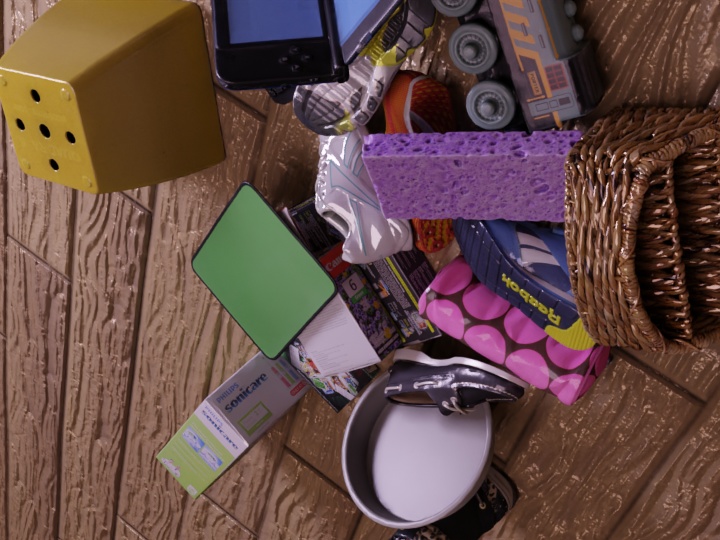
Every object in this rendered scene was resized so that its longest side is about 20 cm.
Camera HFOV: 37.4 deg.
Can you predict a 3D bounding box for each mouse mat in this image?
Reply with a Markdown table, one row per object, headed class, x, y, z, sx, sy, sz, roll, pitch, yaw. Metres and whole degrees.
| class | x | y | z | sx | sy | sz | roll | pitch | yaw |
| --- | --- | --- | --- | --- | --- | --- | --- | --- | --- |
| mouse mat | -0.114 | 0.005 | 1.209 | 0.161 | 0.008 | 0.200 | 49 | 139 | 5 |

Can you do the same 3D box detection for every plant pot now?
| class | x | y | z | sx | sy | sz | roll | pitch | yaw |
| --- | --- | --- | --- | --- | --- | --- | --- | --- | --- |
| plant pot | -0.301 | -0.197 | 1.233 | 0.199 | 0.176 | 0.201 | 16 | 128 | 31 |

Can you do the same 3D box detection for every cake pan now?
| class | x | y | z | sx | sy | sz | roll | pitch | yaw |
| --- | --- | --- | --- | --- | --- | --- | --- | --- | --- |
| cake pan | 0.069 | 0.198 | 1.215 | 0.199 | 0.201 | 0.037 | 3 | 157 | 39 |

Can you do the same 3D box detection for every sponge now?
| class | x | y | z | sx | sy | sz | roll | pitch | yaw |
| --- | --- | --- | --- | --- | --- | --- | --- | --- | --- |
| sponge | 0.108 | -0.086 | 0.986 | 0.199 | 0.030 | 0.112 | 1 | 151 | 13 |

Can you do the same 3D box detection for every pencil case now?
| class | x | y | z | sx | sy | sz | roll | pitch | yaw |
| --- | --- | --- | --- | --- | --- | --- | --- | --- | --- |
| pencil case | 0.161 | 0.054 | 1.093 | 0.199 | 0.091 | 0.094 | 29 | 95 | 21 |

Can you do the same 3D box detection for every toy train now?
| class | x | y | z | sx | sy | sz | roll | pitch | yaw |
| --- | --- | --- | --- | --- | --- | --- | --- | --- | --- |
| toy train | 0.138 | -0.211 | 0.932 | 0.113 | 0.085 | 0.201 | -10 | 110 | 31 |

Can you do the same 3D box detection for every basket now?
| class | x | y | z | sx | sy | sz | roll | pitch | yaw |
| --- | --- | --- | --- | --- | --- | --- | --- | --- | --- |
| basket | 0.267 | -0.028 | 0.901 | 0.148 | 0.143 | 0.201 | 8 | 124 | 37 |

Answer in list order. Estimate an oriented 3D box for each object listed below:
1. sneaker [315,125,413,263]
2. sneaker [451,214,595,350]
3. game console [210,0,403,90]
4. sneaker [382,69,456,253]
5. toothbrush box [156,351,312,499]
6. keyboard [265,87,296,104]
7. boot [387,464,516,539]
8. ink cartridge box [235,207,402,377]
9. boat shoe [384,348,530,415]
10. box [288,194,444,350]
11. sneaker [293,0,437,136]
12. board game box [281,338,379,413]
| class | x | y | z | sx | sy | sz | roll | pitch | yaw |
| --- | --- | --- | --- | --- | --- | --- | --- | --- | --- |
| sneaker | -0.017 | -0.101 | 1.100 | 0.070 | 0.080 | 0.201 | 89 | 158 | -78 |
| sneaker | 0.174 | -0.009 | 1.049 | 0.200 | 0.082 | 0.074 | 43 | 153 | 21 |
| game console | -0.053 | -0.276 | 0.944 | 0.169 | 0.201 | 0.119 | -6 | 149 | -4 |
| sneaker | 0.064 | -0.112 | 1.082 | 0.077 | 0.073 | 0.201 | 35 | 140 | 51 |
| toothbrush box | -0.170 | 0.202 | 1.431 | 0.086 | 0.146 | 0.200 | 45 | 137 | 4 |
| keyboard | -0.060 | -0.257 | 1.104 | 0.199 | 0.021 | 0.128 | -22 | 104 | 45 |
| boot | 0.070 | 0.259 | 1.262 | 0.203 | 0.154 | 0.074 | 37 | 138 | 12 |
| ink cartridge box | -0.048 | 0.019 | 1.203 | 0.109 | 0.050 | 0.201 | -21 | 104 | 48 |
| boat shoe | 0.097 | 0.127 | 1.147 | 0.074 | 0.061 | 0.199 | 33 | 162 | -37 |
| box | 0.000 | 0.000 | 1.219 | 0.160 | 0.044 | 0.201 | -24 | 103 | 46 |
| sneaker | 0.012 | -0.206 | 1.019 | 0.074 | 0.085 | 0.200 | 42 | 127 | -11 |
| board game box | -0.072 | 0.085 | 1.356 | 0.200 | 0.023 | 0.105 | 46 | 140 | 4 |
